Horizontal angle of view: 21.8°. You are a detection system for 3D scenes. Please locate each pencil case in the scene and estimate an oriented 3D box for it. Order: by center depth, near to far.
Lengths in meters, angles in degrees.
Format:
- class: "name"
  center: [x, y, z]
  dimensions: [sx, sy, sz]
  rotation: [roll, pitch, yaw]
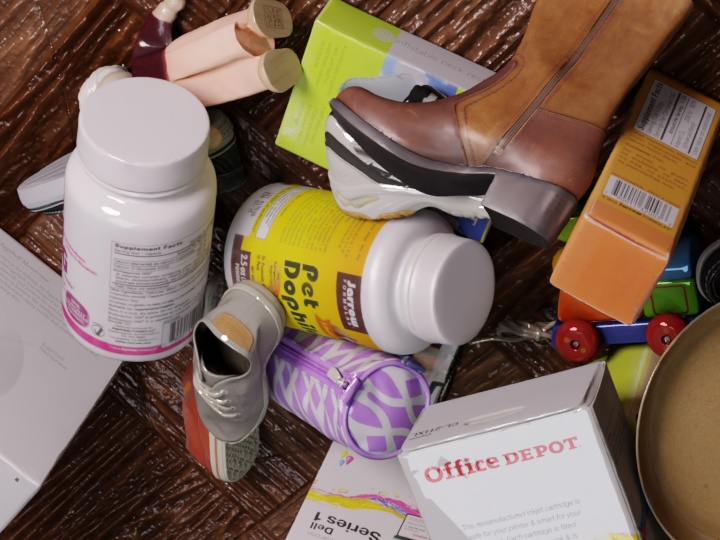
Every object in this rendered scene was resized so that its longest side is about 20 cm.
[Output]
- class: "pencil case"
  center: [-0.026, 0.084, 1.466]
  dimensions: [0.085, 0.085, 0.200]
  rotation: [22, 180, -32]

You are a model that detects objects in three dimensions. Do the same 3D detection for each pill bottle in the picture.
- class: "pill bottle"
  center: [-0.166, -0.037, 1.399]
  dimensions: [0.112, 0.114, 0.201]
  rotation: [19, 135, 8]
- class: "pill bottle"
  center: [0.000, 0.000, 1.406]
  dimensions: [0.199, 0.109, 0.110]
  rotation: [12, 130, 39]

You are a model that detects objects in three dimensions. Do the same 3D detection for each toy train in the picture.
- class: "toy train"
  center: [0.161, 0.001, 1.400]
  dimensions: [0.198, 0.085, 0.117]
  rotation: [-4, 112, 24]

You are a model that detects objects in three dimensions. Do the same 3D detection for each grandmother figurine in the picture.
- class: "grandmother figurine"
  center: [-0.137, -0.150, 1.411]
  dimensions: [0.199, 0.060, 0.123]
  rotation: [-16, 74, 37]

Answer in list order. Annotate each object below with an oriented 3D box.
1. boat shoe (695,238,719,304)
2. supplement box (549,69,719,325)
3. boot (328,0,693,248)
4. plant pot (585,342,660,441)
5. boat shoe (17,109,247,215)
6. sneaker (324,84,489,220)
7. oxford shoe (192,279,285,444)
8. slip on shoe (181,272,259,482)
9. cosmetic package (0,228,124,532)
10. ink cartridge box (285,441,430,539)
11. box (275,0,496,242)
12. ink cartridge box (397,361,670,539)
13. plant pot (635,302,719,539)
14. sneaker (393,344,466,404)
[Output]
- class: "boat shoe"
  center: [0.337, 0.006, 1.313]
  dimensions: [0.198, 0.060, 0.075]
  rotation: [1, 112, 6]
- class: "supplement box"
  center: [0.191, -0.053, 1.268]
  dimensions: [0.068, 0.200, 0.067]
  rotation: [28, 130, 5]
- class: "boot"
  center: [0.098, -0.141, 1.260]
  dimensions: [0.187, 0.201, 0.069]
  rotation: [25, 170, 24]
- class: "plant pot"
  center: [0.217, 0.168, 1.422]
  dimensions: [0.198, 0.200, 0.182]
  rotation: [36, 123, -3]
- class: "boat shoe"
  center: [-0.182, -0.067, 1.490]
  dimensions: [0.198, 0.072, 0.071]
  rotation: [-12, 114, 26]
- class: "sneaker"
  center: [0.064, -0.088, 1.316]
  dimensions: [0.198, 0.076, 0.088]
  rotation: [-5, 117, 21]
- class: "oxford shoe"
  center: [-0.106, 0.080, 1.456]
  dimensions: [0.075, 0.058, 0.201]
  rotation: [36, 147, 10]
- class: "slip on shoe"
  center: [-0.124, 0.089, 1.582]
  dimensions: [0.061, 0.074, 0.202]
  rotation: [22, 130, 28]
- class: "cosmetic package"
  center: [-0.327, 0.085, 1.573]
  dimensions: [0.199, 0.200, 0.123]
  rotation: [39, 131, -8]
- class: "ink cartridge box"
  center: [0.022, 0.222, 1.530]
  dimensions: [0.144, 0.201, 0.085]
  rotation: [19, 129, 8]
- class: "box"
  center: [0.046, -0.106, 1.388]
  dimensions: [0.199, 0.048, 0.123]
  rotation: [25, 129, 5]
- class: "ink cartridge box"
  center: [0.132, 0.180, 1.300]
  dimensions: [0.145, 0.083, 0.202]
  rotation: [-15, 105, 22]
- class: "plant pot"
  center: [0.278, 0.109, 1.291]
  dimensions: [0.198, 0.027, 0.202]
  rotation: [-2, 98, -13]
- class: "sneaker"
  center: [0.043, 0.060, 1.490]
  dimensions: [0.079, 0.074, 0.201]
  rotation: [26, 128, 8]
